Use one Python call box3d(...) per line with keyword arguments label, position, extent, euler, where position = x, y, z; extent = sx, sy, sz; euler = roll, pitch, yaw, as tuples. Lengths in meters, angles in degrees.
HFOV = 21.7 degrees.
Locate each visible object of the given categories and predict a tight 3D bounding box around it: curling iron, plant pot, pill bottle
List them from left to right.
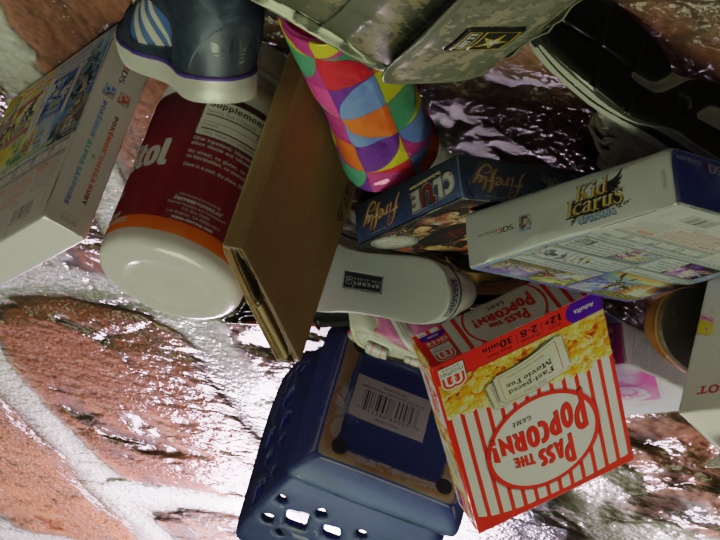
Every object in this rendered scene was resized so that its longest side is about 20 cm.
box3d(label="pill bottle", position=(-0.114, -0.074, 1.424), extent=(0.112, 0.201, 0.113), euler=(14, 152, 8))
box3d(label="curling iron", position=(-0.049, 0.043, 1.774), extent=(0.199, 0.026, 0.050), euler=(2, 172, 29))
box3d(label="plant pot", position=(0.011, 0.178, 1.818), extent=(0.199, 0.201, 0.180), euler=(21, 145, -6))

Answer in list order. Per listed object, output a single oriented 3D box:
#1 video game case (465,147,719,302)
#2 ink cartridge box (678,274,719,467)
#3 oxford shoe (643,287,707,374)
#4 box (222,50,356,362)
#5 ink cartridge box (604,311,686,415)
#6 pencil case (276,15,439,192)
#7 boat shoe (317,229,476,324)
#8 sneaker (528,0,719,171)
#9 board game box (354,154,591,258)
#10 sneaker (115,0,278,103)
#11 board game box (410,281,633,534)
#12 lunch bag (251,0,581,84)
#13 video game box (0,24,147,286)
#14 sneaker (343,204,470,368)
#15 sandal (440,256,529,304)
box3d(label="video game case", position=(0.207, -0.029, 1.357), extent=(0.181, 0.046, 0.200), euler=(-19, 160, 40))
box3d(label="ink cartridge box", position=(0.335, 0.069, 1.410), extent=(0.128, 0.201, 0.125), euler=(-9, 142, 41))
box3d(label="oxford shoe", position=(0.263, 0.052, 1.508), extent=(0.071, 0.072, 0.200), euler=(7, 175, 31))
box3d(label="box", position=(-0.046, -0.056, 1.415), extent=(0.021, 0.201, 0.164), euler=(7, 150, 20))
box3d(label="ink cartridge box", position=(0.183, 0.087, 1.662), extent=(0.196, 0.044, 0.200), euler=(-10, 156, 43))
box3d(label="pencil case", position=(0.000, -0.142, 1.364), extent=(0.088, 0.089, 0.200), euler=(7, 148, 21))
box3d(label="boat shoe", position=(0.000, 0.000, 1.516), extent=(0.199, 0.072, 0.066), euler=(8, -177, 30))
box3d(label="sneaker", position=(0.173, -0.110, 1.318), extent=(0.200, 0.076, 0.115), euler=(29, 149, -24))
box3d(label="board game box", position=(0.115, -0.042, 1.436), extent=(0.199, 0.035, 0.135), euler=(5, 162, -33))
box3d(label="sneaker", position=(-0.123, -0.210, 1.338), extent=(0.080, 0.147, 0.200), euler=(-9, -158, -22))
box3d(label="board game box", position=(0.136, 0.106, 1.541), extent=(0.151, 0.046, 0.201), euler=(-25, 130, -8))
box3d(label="lunch bag", position=(0.042, -0.200, 1.185), extent=(0.199, 0.118, 0.164), euler=(29, 152, -14))
box3d(label="video game box", position=(-0.253, -0.084, 1.510), extent=(0.047, 0.183, 0.200), euler=(29, 151, -27))
box3d(label="sneaker", position=(0.038, 0.042, 1.586), extent=(0.200, 0.088, 0.081), euler=(47, -168, 4))
box3d(label="sandal", position=(0.114, 0.009, 1.592), extent=(0.200, 0.054, 0.080), euler=(36, 147, -30))
